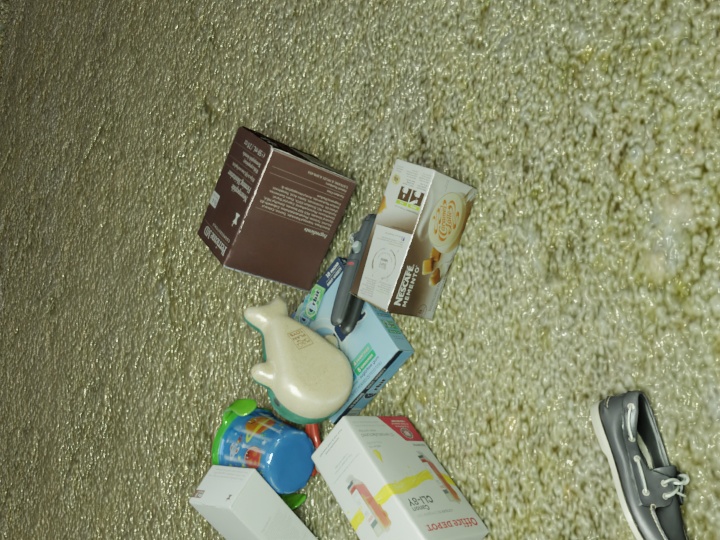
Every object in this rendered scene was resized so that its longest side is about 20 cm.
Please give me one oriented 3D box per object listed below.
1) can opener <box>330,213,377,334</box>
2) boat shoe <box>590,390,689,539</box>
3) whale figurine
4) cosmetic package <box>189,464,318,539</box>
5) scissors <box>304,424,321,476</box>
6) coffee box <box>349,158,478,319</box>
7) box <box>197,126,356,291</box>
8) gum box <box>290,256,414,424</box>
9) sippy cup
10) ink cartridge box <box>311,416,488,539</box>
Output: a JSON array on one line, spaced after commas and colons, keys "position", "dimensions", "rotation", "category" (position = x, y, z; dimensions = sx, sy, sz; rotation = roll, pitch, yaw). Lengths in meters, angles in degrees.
[{"position": [0.000, 0.000, 1.037], "dimensions": [0.078, 0.063, 0.201], "rotation": [-4, 51, 45], "category": "can opener"}, {"position": [0.314, 0.225, 0.741], "dimensions": [0.063, 0.072, 0.201], "rotation": [-38, 54, 34], "category": "boat shoe"}, {"position": [-0.102, 0.137, 1.028], "dimensions": [0.200, 0.159, 0.104], "rotation": [51, 136, 19], "category": "whale figurine"}, {"position": [-0.154, 0.384, 1.048], "dimensions": [0.101, 0.201, 0.074], "rotation": [-8, 35, 39], "category": "cosmetic package"}, {"position": [-0.082, 0.230, 1.100], "dimensions": [0.073, 0.014, 0.202], "rotation": [-7, 92, 58], "category": "scissors"}, {"position": [0.076, -0.041, 0.983], "dimensions": [0.079, 0.114, 0.201], "rotation": [25, 97, 42], "category": "coffee box"}, {"position": [-0.141, -0.102, 1.137], "dimensions": [0.166, 0.163, 0.201], "rotation": [38, 107, 54], "category": "box"}, {"position": [-0.027, 0.109, 1.092], "dimensions": [0.170, 0.044, 0.200], "rotation": [-51, 53, 23], "category": "gum box"}, {"position": [-0.143, 0.291, 1.090], "dimensions": [0.130, 0.177, 0.140], "rotation": [0, 66, 47], "category": "sippy cup"}, {"position": [0.051, 0.293, 0.906], "dimensions": [0.084, 0.145, 0.200], "rotation": [-53, 52, 19], "category": "ink cartridge box"}]
